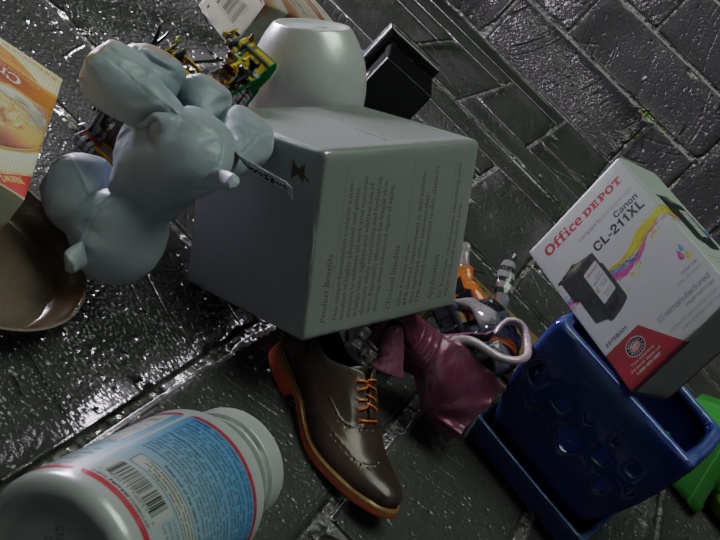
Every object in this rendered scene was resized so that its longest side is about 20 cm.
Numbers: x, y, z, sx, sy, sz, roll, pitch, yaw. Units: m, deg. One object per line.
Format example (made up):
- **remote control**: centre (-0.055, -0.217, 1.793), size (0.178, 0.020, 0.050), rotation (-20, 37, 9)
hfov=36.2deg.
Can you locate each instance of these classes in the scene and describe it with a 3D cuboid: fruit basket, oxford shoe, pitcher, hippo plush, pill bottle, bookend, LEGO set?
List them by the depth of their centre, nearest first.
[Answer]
- **pill bottle**: centre (-0.128, 0.149, 0.678), size (0.109, 0.109, 0.200), rotation (48, 22, 10)
- **hippo plush**: centre (-0.158, -0.065, 0.866), size (0.200, 0.161, 0.159), rotation (45, 19, 21)
- **oxford shoe**: centre (-0.013, 0.124, 0.969), size (0.071, 0.073, 0.200), rotation (13, 38, -53)
- **LEGO set**: centre (-0.187, -0.167, 1.067), size (0.116, 0.200, 0.154), rotation (42, 42, 2)
- **pitcher**: centre (-0.080, -0.162, 1.158), size (0.171, 0.200, 0.121), rotation (16, 22, 23)
- **bookend**: centre (0.001, -0.190, 1.391), size (0.092, 0.199, 0.200), rotation (40, 23, -14)
- **fruit basket**: centre (0.526, 0.283, 1.548), size (0.215, 0.156, 0.216), rotation (24, 16, -7)

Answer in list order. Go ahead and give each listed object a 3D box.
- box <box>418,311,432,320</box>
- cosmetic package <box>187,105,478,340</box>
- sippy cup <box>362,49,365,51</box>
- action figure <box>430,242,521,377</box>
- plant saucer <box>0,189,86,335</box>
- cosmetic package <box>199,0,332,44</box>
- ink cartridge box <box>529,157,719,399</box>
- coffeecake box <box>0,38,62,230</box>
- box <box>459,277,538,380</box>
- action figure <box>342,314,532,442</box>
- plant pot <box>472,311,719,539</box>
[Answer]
- **box**: centre (0.000, 0.000, 1.248), size (0.200, 0.050, 0.075), rotation (26, 28, -39)
- **cosmetic package**: centre (-0.025, -0.054, 1.012), size (0.200, 0.168, 0.166), rotation (-9, 25, -44)
- **sippy cup**: centre (-0.018, -0.270, 1.615), size (0.178, 0.140, 0.130), rotation (59, 0, -34)
- **action figure**: centre (0.134, 0.040, 1.240), size (0.194, 0.104, 0.200), rotation (-92, 159, -51)
- **plant saucer**: centre (-0.294, -0.023, 0.803), size (0.200, 0.032, 0.200), rotation (37, 23, -19)
- **cosmetic package**: centre (-0.130, -0.371, 1.641), size (0.103, 0.087, 0.200), rotation (52, 23, 23)
- **ink cartridge box**: centre (0.288, 0.008, 1.123), size (0.083, 0.146, 0.200), rotation (13, 35, -46)
- **coffeecake box**: centre (-0.314, -0.117, 0.802), size (0.153, 0.073, 0.200), rotation (34, 24, -25)
- **box**: centre (0.193, 0.095, 1.446), size (0.200, 0.021, 0.163), rotation (44, 22, 0)
- **action figure**: centre (0.059, 0.079, 1.085), size (0.200, 0.149, 0.134), rotation (40, 25, -26)
- **plant pot**: centre (0.247, 0.171, 1.194), size (0.200, 0.180, 0.200), rotation (50, 23, 16)
